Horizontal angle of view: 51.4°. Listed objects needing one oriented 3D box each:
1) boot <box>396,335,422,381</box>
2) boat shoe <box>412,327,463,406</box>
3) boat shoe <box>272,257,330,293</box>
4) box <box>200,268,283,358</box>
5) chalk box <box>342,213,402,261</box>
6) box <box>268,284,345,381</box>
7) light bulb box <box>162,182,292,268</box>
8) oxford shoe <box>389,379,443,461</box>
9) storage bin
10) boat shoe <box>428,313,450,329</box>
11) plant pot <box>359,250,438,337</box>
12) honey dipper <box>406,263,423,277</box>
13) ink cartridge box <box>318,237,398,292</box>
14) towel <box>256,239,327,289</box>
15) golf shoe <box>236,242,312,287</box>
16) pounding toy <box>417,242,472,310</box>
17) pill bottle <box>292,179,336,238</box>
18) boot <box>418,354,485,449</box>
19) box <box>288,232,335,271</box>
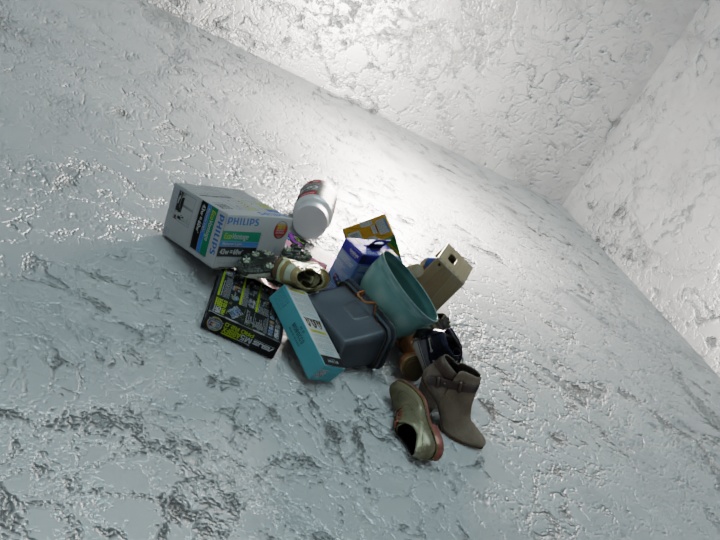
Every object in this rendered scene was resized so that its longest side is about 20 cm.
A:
[{"bbox_3d":[0.110,0.180,1.752,0.155,0.074,0.199,45,17,29],"label":"boot"},{"bbox_3d":[0.190,0.217,1.634,0.074,0.092,0.202,-35,103,-45],"label":"boat shoe"},{"bbox_3d":[-0.109,0.020,1.610,0.075,0.073,0.199,18,4,27],"label":"boat shoe"},{"bbox_3d":[-0.234,0.081,1.541,0.159,0.045,0.201,25,23,-14],"label":"box"},{"bbox_3d":[0.046,-0.018,1.938,0.125,0.122,0.202,-111,-178,-56],"label":"chalk box"},{"bbox_3d":[-0.110,0.128,1.526,0.082,0.049,0.201,23,33,-57],"label":"box"},{"bbox_3d":[-0.295,-0.098,1.660,0.199,0.126,0.197,30,19,36],"label":"light bulb box"},{"bbox_3d":[0.097,0.294,1.505,0.074,0.071,0.201,9,31,-32],"label":"oxford shoe"},{"bbox_3d":[-0.038,0.118,1.615,0.133,0.147,0.200,-8,44,-42],"label":"storage bin"},{"bbox_3d":[0.193,0.140,1.856,0.200,0.073,0.074,47,-3,-25],"label":"boat shoe"},{"bbox_3d":[0.066,0.075,1.714,0.201,0.134,0.201,47,14,-16],"label":"plant pot"},{"bbox_3d":[0.117,0.009,2.023,0.038,0.038,0.200,26,-12,-13],"label":"honey dipper"},{"bbox_3d":[0.000,0.000,1.790,0.135,0.202,0.076,1,32,-47],"label":"ink cartridge box"},{"bbox_3d":[-0.174,0.002,1.744,0.145,0.030,0.200,33,36,3],"label":"towel"},{"bbox_3d":[-0.188,0.002,1.629,0.199,0.089,0.077,-11,40,-46],"label":"golf shoe"},{"bbox_3d":[0.191,0.019,2.058,0.142,0.184,0.200,44,24,0],"label":"pounding toy"},{"bbox_3d":[-0.129,-0.171,2.085,0.113,0.115,0.201,28,23,-9],"label":"pill bottle"},{"bbox_3d":[0.213,0.275,1.587,0.198,0.147,0.070,30,23,-2],"label":"boot"},{"bbox_3d":[-0.143,-0.029,1.886,0.198,0.036,0.143,29,24,-10],"label":"box"}]
